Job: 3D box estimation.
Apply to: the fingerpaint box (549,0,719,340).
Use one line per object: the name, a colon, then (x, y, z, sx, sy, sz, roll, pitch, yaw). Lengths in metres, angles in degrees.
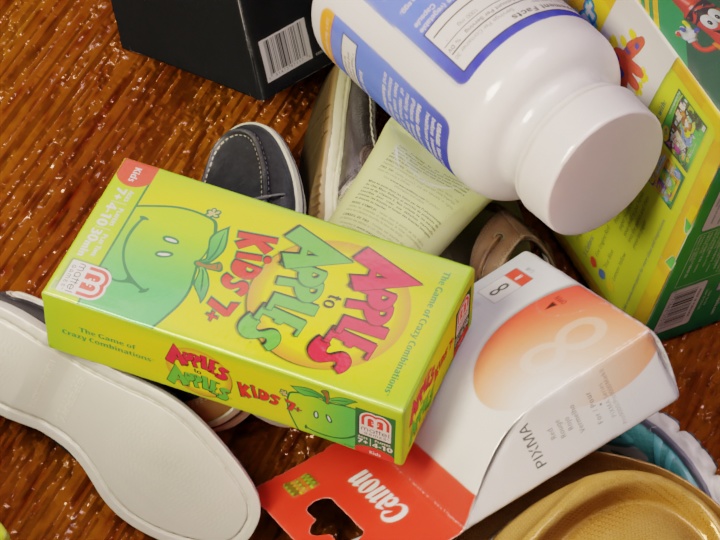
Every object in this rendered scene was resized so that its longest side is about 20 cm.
fingerpaint box: (0.167, -0.084, 1.612, 0.073, 0.200, 0.167, -18, 59, -26)

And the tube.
tube: (0.000, 0.000, 1.544, 0.058, 0.052, 0.200, 53, 55, -25)

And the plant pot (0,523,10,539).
plant pot: (-0.293, 0.157, 1.343, 0.199, 0.200, 0.181, 41, 64, 18)

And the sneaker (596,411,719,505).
sneaker: (0.166, 0.151, 1.519, 0.079, 0.078, 0.200, -22, 61, -17)

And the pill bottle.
pill bottle: (0.072, -0.109, 1.562, 0.112, 0.112, 0.200, -26, 52, -27)

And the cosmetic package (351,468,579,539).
cosmetic package: (0.040, 0.183, 1.467, 0.199, 0.074, 0.102, -20, 61, -26)

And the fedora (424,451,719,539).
fedora: (0.122, 0.157, 1.409, 0.200, 0.082, 0.201, 6, 57, -10)

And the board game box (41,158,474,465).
board game box: (-0.052, 0.019, 1.465, 0.199, 0.048, 0.102, 18, 52, 14)

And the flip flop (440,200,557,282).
flip flop: (0.084, 0.012, 1.595, 0.081, 0.058, 0.201, 17, 48, -36)

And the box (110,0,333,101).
box: (-0.033, -0.189, 1.690, 0.200, 0.079, 0.141, -31, 32, -30)

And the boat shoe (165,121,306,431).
boat shoe: (-0.078, -0.007, 1.577, 0.062, 0.074, 0.201, 41, 44, -37)

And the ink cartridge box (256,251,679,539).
ink cartridge box: (0.043, 0.073, 1.465, 0.199, 0.050, 0.162, -28, 23, -11)

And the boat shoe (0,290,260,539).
boat shoe: (-0.135, 0.077, 1.515, 0.200, 0.074, 0.060, 31, 16, 4)

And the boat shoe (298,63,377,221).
boat shoe: (-0.002, -0.029, 1.623, 0.065, 0.073, 0.201, 10, 62, -11)
